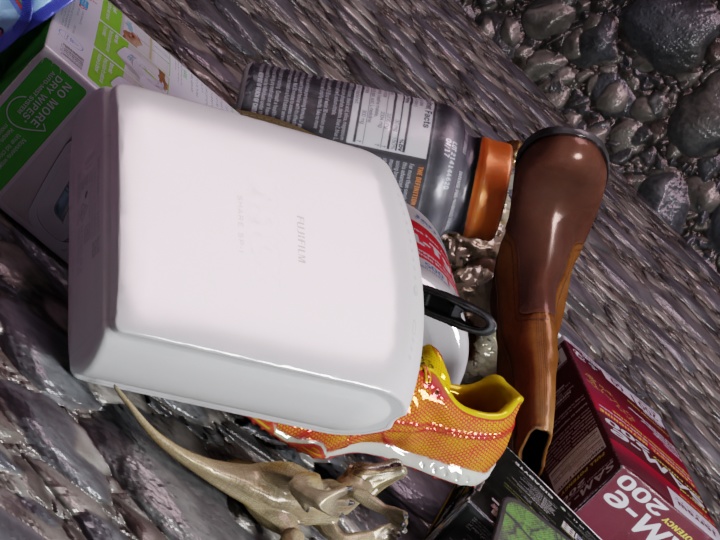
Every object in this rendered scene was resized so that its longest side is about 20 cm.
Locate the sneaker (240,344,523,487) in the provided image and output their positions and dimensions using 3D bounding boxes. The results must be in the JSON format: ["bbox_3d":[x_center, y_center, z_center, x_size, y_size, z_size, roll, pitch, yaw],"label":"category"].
[{"bbox_3d":[0.004,0.071,1.410,0.199,0.077,0.073,10,20,-35],"label":"sneaker"}]

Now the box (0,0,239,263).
[{"bbox_3d":[-0.141,-0.072,1.432,0.176,0.097,0.200,41,13,-16],"label":"box"}]

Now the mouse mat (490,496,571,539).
[{"bbox_3d":[0.129,0.226,1.372,0.161,0.008,0.200,38,30,-10],"label":"mouse mat"}]

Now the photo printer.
[{"bbox_3d":[-0.056,-0.001,1.287,0.199,0.069,0.167,15,55,-27],"label":"photo printer"}]

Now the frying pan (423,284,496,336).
[{"bbox_3d":[-0.010,0.012,1.436,0.031,0.115,0.190,13,30,-49],"label":"frying pan"}]

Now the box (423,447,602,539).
[{"bbox_3d":[0.133,0.206,1.497,0.200,0.049,0.160,44,15,1],"label":"box"}]

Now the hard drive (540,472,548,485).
[{"bbox_3d":[0.175,0.193,1.707,0.139,0.033,0.200,29,20,-50],"label":"hard drive"}]

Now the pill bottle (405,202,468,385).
[{"bbox_3d":[0.007,0.017,1.567,0.112,0.112,0.200,40,13,-16],"label":"pill bottle"}]

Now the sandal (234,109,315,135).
[{"bbox_3d":[-0.109,-0.066,1.604,0.211,0.070,0.078,14,30,-20],"label":"sandal"}]

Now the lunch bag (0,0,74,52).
[{"bbox_3d":[-0.235,-0.199,1.362,0.151,0.200,0.094,57,-17,-18],"label":"lunch bag"}]

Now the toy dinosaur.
[{"bbox_3d":[-0.043,0.118,1.263,0.199,0.058,0.101,17,11,-43],"label":"toy dinosaur"}]

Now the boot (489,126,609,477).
[{"bbox_3d":[0.117,0.026,1.623,0.068,0.189,0.201,15,52,-9],"label":"boot"}]

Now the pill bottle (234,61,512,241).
[{"bbox_3d":[0.005,-0.075,1.697,0.199,0.107,0.106,13,16,-3],"label":"pill bottle"}]

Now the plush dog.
[{"bbox_3d":[0.076,0.008,1.796,0.200,0.160,0.173,23,48,-58],"label":"plush dog"}]

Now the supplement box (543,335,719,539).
[{"bbox_3d":[0.177,0.136,1.680,0.109,0.061,0.200,39,14,-22],"label":"supplement box"}]
